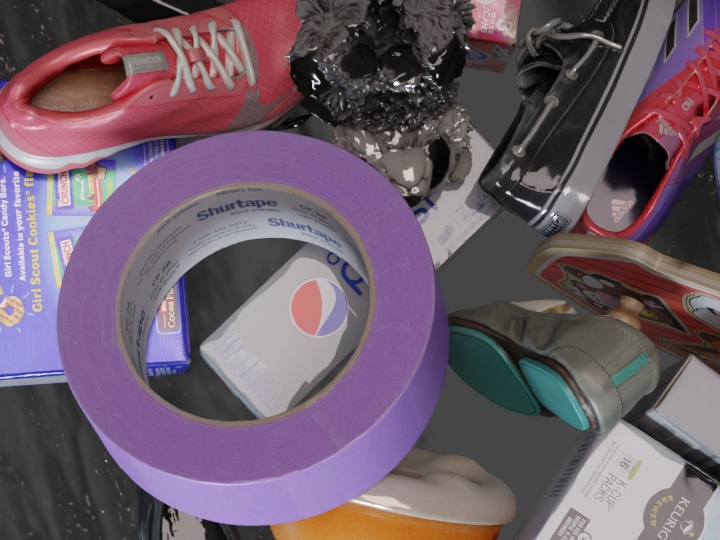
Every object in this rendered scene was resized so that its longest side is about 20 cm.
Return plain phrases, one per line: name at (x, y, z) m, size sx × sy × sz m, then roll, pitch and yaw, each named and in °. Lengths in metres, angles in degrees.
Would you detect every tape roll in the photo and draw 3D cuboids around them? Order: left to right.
tape roll at (-0.055, 0.029, 1.484) m, size 0.199 × 0.066 × 0.201 m, roll -4°, pitch 65°, yaw 8°

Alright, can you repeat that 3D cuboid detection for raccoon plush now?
raccoon plush at (0.029, -0.133, 1.530) m, size 0.096 × 0.134 × 0.201 m, roll 8°, pitch 67°, yaw 14°

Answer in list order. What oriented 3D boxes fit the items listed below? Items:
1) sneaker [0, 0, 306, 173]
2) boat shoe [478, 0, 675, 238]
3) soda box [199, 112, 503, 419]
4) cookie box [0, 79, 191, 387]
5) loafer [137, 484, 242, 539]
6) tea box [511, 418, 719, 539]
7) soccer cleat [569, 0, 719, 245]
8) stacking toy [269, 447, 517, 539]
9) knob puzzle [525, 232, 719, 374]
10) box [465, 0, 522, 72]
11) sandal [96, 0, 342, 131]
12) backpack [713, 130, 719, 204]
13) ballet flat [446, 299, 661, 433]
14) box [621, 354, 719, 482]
sneaker at (-0.102, -0.102, 1.521) m, size 0.200 × 0.087 × 0.074 m, roll -18°, pitch 83°, yaw -6°
boat shoe at (0.118, -0.109, 1.583) m, size 0.068 × 0.074 × 0.200 m, roll 31°, pitch 61°, yaw -9°
soda box at (0.000, 0.000, 1.594) m, size 0.200 × 0.068 × 0.063 m, roll -44°, pitch 87°, yaw -6°
cookie box at (-0.199, -0.020, 1.586) m, size 0.199 × 0.075 × 0.172 m, roll -4°, pitch 82°, yaw -3°
loafer at (-0.084, 0.200, 1.565) m, size 0.068 × 0.070 × 0.201 m, roll -13°, pitch 84°, yaw -5°
tea box at (0.156, 0.216, 1.540) m, size 0.196 × 0.134 × 0.200 m, roll 33°, pitch 83°, yaw 2°
soccer cleat at (0.180, -0.088, 1.608) m, size 0.068 × 0.073 × 0.200 m, roll 33°, pitch 82°, yaw 3°
stacking toy at (-0.002, 0.195, 1.550) m, size 0.146 × 0.146 × 0.201 m, roll 12°, pitch 95°, yaw 0°
knob puzzle at (0.174, 0.033, 1.541) m, size 0.219 × 0.220 × 0.031 m, roll 25°, pitch 80°, yaw 1°
box at (0.051, -0.221, 1.610) m, size 0.099 × 0.095 × 0.201 m, roll 8°, pitch 83°, yaw 0°
sandal at (-0.081, -0.120, 1.615) m, size 0.200 × 0.075 × 0.048 m, roll 30°, pitch 108°, yaw 9°
backpack at (0.260, -0.028, 1.539) m, size 0.153 × 0.200 × 0.164 m, roll -2°, pitch 83°, yaw -3°
ballet flat at (0.106, 0.046, 1.536) m, size 0.064 × 0.200 × 0.067 m, roll -36°, pitch 107°, yaw -13°
box at (0.240, 0.124, 1.544) m, size 0.200 × 0.156 × 0.041 m, roll 37°, pitch 84°, yaw 3°
